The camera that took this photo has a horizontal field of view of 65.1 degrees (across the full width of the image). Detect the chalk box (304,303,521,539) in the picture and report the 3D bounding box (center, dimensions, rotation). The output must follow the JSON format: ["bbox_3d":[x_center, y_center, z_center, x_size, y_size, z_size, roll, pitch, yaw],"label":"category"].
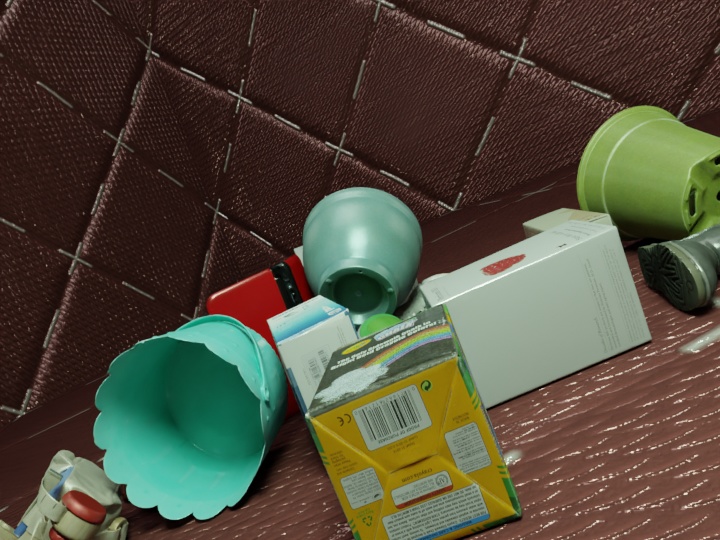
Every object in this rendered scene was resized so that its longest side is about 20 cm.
[{"bbox_3d":[0.044,0.118,0.483,0.121,0.127,0.200,-22,6,9],"label":"chalk box"}]

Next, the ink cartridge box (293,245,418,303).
[{"bbox_3d":[-0.007,0.019,1.062,0.194,0.150,0.147,-19,31,-9],"label":"ink cartridge box"}]

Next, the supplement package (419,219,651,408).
[{"bbox_3d":[0.177,0.043,0.606,0.195,0.123,0.121,-23,8,3],"label":"supplement package"}]

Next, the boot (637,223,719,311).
[{"bbox_3d":[0.419,-0.028,0.606,0.193,0.075,0.182,-15,11,15],"label":"boot"}]

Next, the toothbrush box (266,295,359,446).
[{"bbox_3d":[-0.043,0.119,0.660,0.083,0.151,0.200,-22,7,-10],"label":"toothbrush box"}]

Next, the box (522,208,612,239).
[{"bbox_3d":[0.313,-0.034,0.847,0.075,0.098,0.200,-20,8,6],"label":"box"}]

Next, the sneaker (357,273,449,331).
[{"bbox_3d":[0.089,0.079,0.900,0.196,0.077,0.092,-31,14,4],"label":"sneaker"}]

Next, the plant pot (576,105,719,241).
[{"bbox_3d":[0.436,-0.118,0.784,0.195,0.205,0.191,-22,19,-1],"label":"plant pot"}]

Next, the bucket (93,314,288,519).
[{"bbox_3d":[-0.183,0.159,0.652,0.201,0.213,0.135,-21,3,11],"label":"bucket"}]

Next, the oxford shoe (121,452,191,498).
[{"bbox_3d":[-0.282,0.269,0.767,0.073,0.073,0.198,3,-9,-33],"label":"oxford shoe"}]

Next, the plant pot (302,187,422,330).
[{"bbox_3d":[0.000,0.000,0.853,0.195,0.203,0.136,-20,35,19],"label":"plant pot"}]

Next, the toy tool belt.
[{"bbox_3d":[-0.318,0.283,0.597,0.125,0.124,0.199,-58,15,-17],"label":"toy tool belt"}]

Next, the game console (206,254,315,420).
[{"bbox_3d":[-0.120,0.099,0.839,0.115,0.206,0.172,-20,7,6],"label":"game console"}]

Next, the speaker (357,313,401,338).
[{"bbox_3d":[0.045,0.107,0.720,0.086,0.091,0.200,-23,7,-8],"label":"speaker"}]
